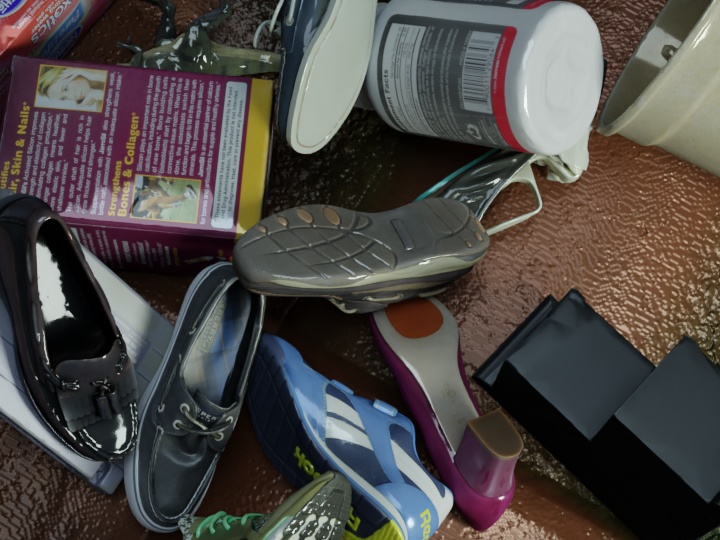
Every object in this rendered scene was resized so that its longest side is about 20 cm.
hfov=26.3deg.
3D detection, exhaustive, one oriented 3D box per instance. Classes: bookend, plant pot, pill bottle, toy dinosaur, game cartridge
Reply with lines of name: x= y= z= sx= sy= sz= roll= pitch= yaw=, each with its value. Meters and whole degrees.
bookend: x=0.188 y=0.087 z=1.071 sx=0.200 sy=0.199 sz=0.092 roll=43 pitch=76 yaw=12
plant pot: x=0.312 y=-0.137 z=1.177 sx=0.183 sy=0.200 sz=0.201 roll=34 pitch=72 yaw=-3
pill bottle: x=0.073 y=-0.153 z=1.158 sx=0.199 sy=0.111 sz=0.111 roll=14 pitch=66 yaw=39
toy dinosaur: x=-0.136 y=-0.183 z=1.229 sx=0.198 sy=0.047 sz=0.089 roll=-7 pitch=86 yaw=-6
game cartridge: x=-0.214 y=0.051 z=1.087 sx=0.200 sy=0.038 sz=0.130 roll=45 pitch=63 yaw=-32

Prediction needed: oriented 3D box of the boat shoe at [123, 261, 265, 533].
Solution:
boat shoe: x=-0.112 y=0.090 z=1.103 sx=0.069 sy=0.066 sz=0.202 roll=25 pitch=78 yaw=-23

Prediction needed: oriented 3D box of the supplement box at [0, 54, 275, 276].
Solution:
supplement box: x=-0.167 y=-0.074 z=1.157 sx=0.198 sy=0.103 sz=0.132 roll=6 pitch=70 yaw=-2

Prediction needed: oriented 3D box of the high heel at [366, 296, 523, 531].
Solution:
high heel: x=0.050 y=0.098 z=1.147 sx=0.067 sy=0.097 sz=0.201 roll=-11 pitch=48 yaw=-24

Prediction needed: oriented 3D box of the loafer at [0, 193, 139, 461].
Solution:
loafer: x=-0.196 y=0.045 z=1.041 sx=0.072 sy=0.063 sz=0.202 roll=-30 pitch=112 yaw=-30

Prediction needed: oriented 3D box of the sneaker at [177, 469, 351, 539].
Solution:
sneaker: x=-0.094 y=0.192 z=1.062 sx=0.200 sy=0.077 sz=0.089 roll=-42 pitch=60 yaw=9

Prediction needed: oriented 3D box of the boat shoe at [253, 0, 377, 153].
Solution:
boat shoe: x=-0.030 y=-0.188 z=1.121 sx=0.061 sy=0.075 sz=0.202 roll=21 pitch=104 yaw=31

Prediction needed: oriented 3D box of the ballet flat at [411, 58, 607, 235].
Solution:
ballet flat: x=0.130 y=-0.083 z=1.204 sx=0.200 sy=0.068 sz=0.069 roll=-40 pitch=87 yaw=-5

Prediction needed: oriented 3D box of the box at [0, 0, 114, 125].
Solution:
box: x=-0.272 y=-0.214 z=1.203 sx=0.099 sy=0.096 sz=0.201 roll=34 pitch=72 yaw=9

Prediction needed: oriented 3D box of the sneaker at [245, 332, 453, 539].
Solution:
sneaker: x=-0.012 y=0.123 z=1.115 sx=0.082 sy=0.074 sz=0.200 roll=-22 pitch=63 yaw=-36

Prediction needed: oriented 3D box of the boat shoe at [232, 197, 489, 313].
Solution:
boat shoe: x=0.000 y=0.000 z=1.117 sx=0.198 sy=0.074 sz=0.075 roll=-4 pitch=49 yaw=-25
